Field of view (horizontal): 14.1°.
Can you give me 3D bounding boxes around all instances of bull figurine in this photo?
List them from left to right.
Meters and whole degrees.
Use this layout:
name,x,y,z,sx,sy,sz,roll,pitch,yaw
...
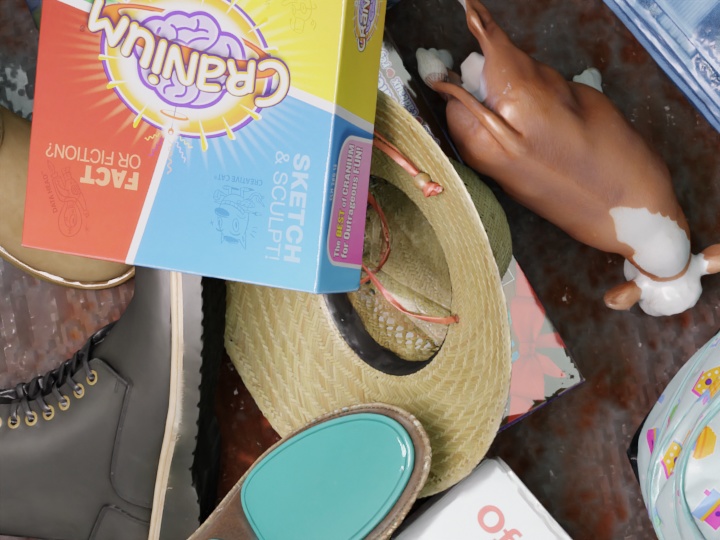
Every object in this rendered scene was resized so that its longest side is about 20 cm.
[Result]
name,x,y,z,sx,sy,sz,roll,pitch,yaw
bull figurine,0.096,-0.054,1.347,0.065,0.200,0.122,-39,51,10

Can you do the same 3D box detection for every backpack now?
name,x,y,z,sx,sy,sz,roll,pitch,yaw
backpack,0.218,0.068,1.348,0.200,0.127,0.167,-40,91,2

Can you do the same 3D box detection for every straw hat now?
name,x,y,z,sx,sy,sz,roll,pitch,yaw
straw hat,0.023,-0.004,1.326,0.085,0.201,0.202,-25,87,-43

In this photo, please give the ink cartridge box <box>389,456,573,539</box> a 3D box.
name,x,y,z,sx,sy,sz,roll,pitch,yaw
ink cartridge box,0.033,0.203,1.362,0.200,0.084,0.146,-40,88,-2

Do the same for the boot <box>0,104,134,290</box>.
name,x,y,z,sx,sy,sz,roll,pitch,yaw
boot,-0.176,-0.055,1.315,0.175,0.200,0.066,31,85,1

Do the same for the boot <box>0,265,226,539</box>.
name,x,y,z,sx,sy,sz,roll,pitch,yaw
boot,-0.135,0.052,1.343,0.138,0.078,0.201,8,116,5

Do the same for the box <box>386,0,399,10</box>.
name,x,y,z,sx,sy,sz,roll,pitch,yaw
box,-0.006,-0.191,1.322,0.038,0.200,0.137,-17,87,-19

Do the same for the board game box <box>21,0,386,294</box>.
name,x,y,z,sx,sy,sz,roll,pitch,yaw
board game box,-0.064,-0.099,1.243,0.152,0.040,0.201,8,96,27

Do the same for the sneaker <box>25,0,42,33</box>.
name,x,y,z,sx,sy,sz,roll,pitch,yaw
sneaker,-0.101,-0.165,1.347,0.090,0.067,0.200,53,133,14

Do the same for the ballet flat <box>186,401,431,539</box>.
name,x,y,z,sx,sy,sz,roll,pitch,yaw
ballet flat,-0.036,0.126,1.326,0.200,0.065,0.071,-37,67,22

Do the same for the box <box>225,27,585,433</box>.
name,x,y,z,sx,sy,sz,roll,pitch,yaw
box,0.000,0.000,1.394,0.136,0.039,0.201,-30,88,0

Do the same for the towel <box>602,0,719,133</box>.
name,x,y,z,sx,sy,sz,roll,pitch,yaw
towel,0.166,-0.155,1.396,0.112,0.049,0.200,-41,88,-2
